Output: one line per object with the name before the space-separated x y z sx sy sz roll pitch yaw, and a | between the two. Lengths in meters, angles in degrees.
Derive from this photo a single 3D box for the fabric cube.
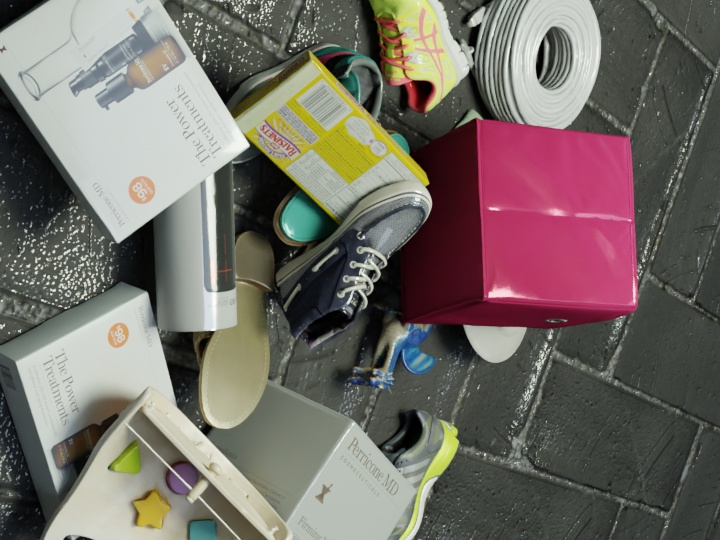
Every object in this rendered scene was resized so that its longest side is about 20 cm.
fabric cube | 0.172 -0.043 1.401 0.197 0.196 0.202 3 80 -26

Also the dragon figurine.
dragon figurine | 0.058 0.087 1.496 0.199 0.058 0.101 -13 113 -54

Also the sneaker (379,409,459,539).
sneaker | 0.044 0.260 1.543 0.081 0.073 0.201 42 66 -34

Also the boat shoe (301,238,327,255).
boat shoe | -0.015 -0.040 1.380 0.201 0.072 0.065 -56 135 -10

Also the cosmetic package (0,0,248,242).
cosmetic package | -0.213 -0.150 1.088 0.150 0.052 0.201 -38 109 -14

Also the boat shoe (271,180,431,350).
boat shoe | 0.000 0.000 1.271 0.199 0.093 0.074 -39 133 20

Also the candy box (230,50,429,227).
candy box | -0.027 -0.121 1.239 0.102 0.027 0.200 -33 130 18

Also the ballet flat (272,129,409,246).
ballet flat | -0.032 -0.088 1.344 0.200 0.072 0.068 -42 113 -29

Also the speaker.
speaker | -0.161 -0.043 1.201 0.081 0.081 0.203 -6 98 -44

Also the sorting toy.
sorting toy | -0.200 0.235 1.182 0.180 0.107 0.200 -44 103 -8

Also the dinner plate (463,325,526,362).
dinner plate | 0.181 0.017 1.591 0.199 0.024 0.203 0 90 -57

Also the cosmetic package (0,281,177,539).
cosmetic package | -0.254 0.134 1.204 0.150 0.051 0.202 -32 123 -37

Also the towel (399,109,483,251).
towel | 0.128 -0.072 1.509 0.153 0.023 0.200 46 68 -16

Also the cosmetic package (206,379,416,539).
cosmetic package | -0.082 0.253 1.328 0.201 0.165 0.168 -56 137 -17

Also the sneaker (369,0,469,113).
sneaker | 0.052 -0.250 1.377 0.091 0.078 0.200 -55 134 -15

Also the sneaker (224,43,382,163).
sneaker | -0.049 -0.163 1.268 0.200 0.120 0.084 -40 128 -29

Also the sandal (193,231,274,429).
sandal | -0.139 0.067 1.293 0.077 0.069 0.214 23 63 -32

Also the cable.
cable | 0.223 -0.269 1.550 0.200 0.069 0.201 -48 131 -24
